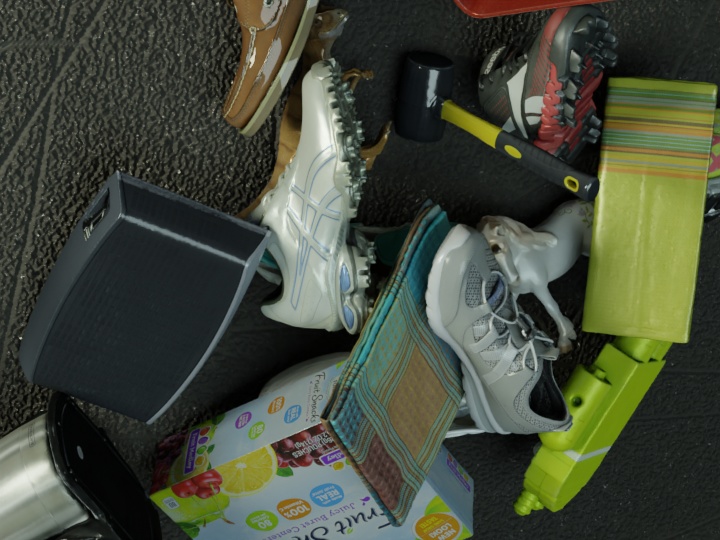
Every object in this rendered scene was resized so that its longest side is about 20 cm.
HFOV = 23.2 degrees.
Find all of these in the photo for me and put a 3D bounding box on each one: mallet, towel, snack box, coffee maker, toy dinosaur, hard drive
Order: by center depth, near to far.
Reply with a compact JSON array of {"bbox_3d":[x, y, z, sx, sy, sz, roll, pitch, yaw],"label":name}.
[{"bbox_3d":[-0.161,0.028,1.276,0.135,0.042,0.200,22,128,-17],"label":"hard drive"},{"bbox_3d":[0.095,-0.090,1.284,0.041,0.200,0.066,-14,132,-39],"label":"mallet"},{"bbox_3d":[0.042,0.069,1.294,0.200,0.022,0.147,-63,141,-29],"label":"towel"},{"bbox_3d":[-0.259,0.219,1.308,0.200,0.135,0.192,-29,99,9],"label":"coffee maker"},{"bbox_3d":[-0.038,-0.099,1.313,0.106,0.060,0.200,20,100,-6],"label":"toy dinosaur"},{"bbox_3d":[0.222,-0.048,1.348,0.086,0.018,0.201,7,94,19],"label":"towel"},{"bbox_3d":[-0.036,0.172,1.385,0.200,0.068,0.169,-23,125,23],"label":"snack box"}]

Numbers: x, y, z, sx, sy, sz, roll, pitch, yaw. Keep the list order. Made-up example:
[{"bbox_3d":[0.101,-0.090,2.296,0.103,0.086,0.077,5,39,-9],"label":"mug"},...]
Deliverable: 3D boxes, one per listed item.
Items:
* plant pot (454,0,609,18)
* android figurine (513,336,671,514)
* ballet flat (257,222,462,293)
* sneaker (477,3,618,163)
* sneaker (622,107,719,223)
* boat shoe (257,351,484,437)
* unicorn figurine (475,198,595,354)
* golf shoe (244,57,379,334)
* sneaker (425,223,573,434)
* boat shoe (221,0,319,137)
[{"bbox_3d":[0.124,-0.310,1.178,0.200,0.200,0.176,45,63,-32],"label":"plant pot"},{"bbox_3d":[0.191,0.117,1.437,0.200,0.041,0.182,-58,163,11],"label":"android figurine"},{"bbox_3d":[0.000,0.000,1.364,0.200,0.072,0.072,1,114,-20],"label":"ballet flat"},{"bbox_3d":[0.132,-0.143,1.292,0.071,0.098,0.200,-49,165,-17],"label":"sneaker"},{"bbox_3d":[0.273,-0.088,1.419,0.200,0.090,0.078,-14,162,-21],"label":"sneaker"},{"bbox_3d":[0.018,0.110,1.417,0.200,0.069,0.071,-4,117,-19],"label":"boat shoe"},{"bbox_3d":[0.150,-0.005,1.397,0.200,0.074,0.138,-42,121,-42],"label":"unicorn figurine"},{"bbox_3d":[-0.041,-0.050,1.259,0.097,0.078,0.200,-2,104,9],"label":"golf shoe"},{"bbox_3d":[0.110,0.044,1.298,0.075,0.082,0.200,-58,140,-32],"label":"sneaker"},{"bbox_3d":[-0.064,-0.196,1.245,0.068,0.072,0.200,21,99,-16],"label":"boat shoe"}]
